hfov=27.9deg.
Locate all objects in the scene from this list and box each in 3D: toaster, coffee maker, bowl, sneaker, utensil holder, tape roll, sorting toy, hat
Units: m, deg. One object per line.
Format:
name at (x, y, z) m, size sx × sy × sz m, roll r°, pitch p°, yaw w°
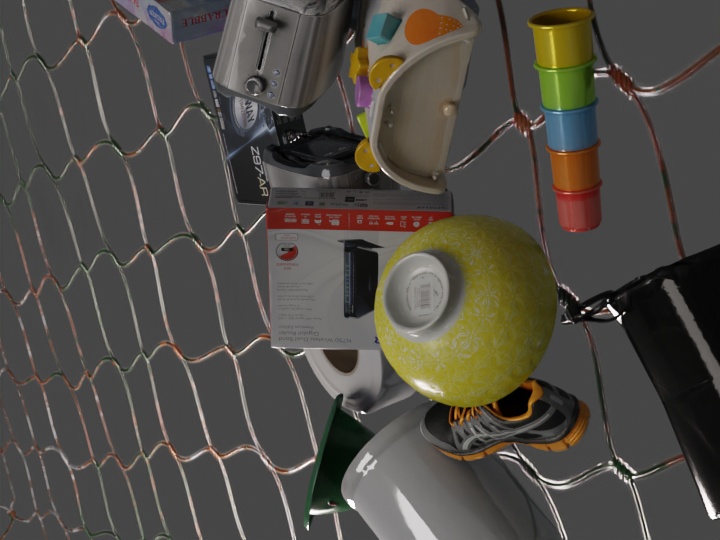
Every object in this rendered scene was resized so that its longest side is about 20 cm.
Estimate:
toaster at (-0.070, -0.256, 1.491) m, size 0.113 × 0.200 × 0.129 m, roll 21°, pitch 122°, yaw 8°
coffee maker at (0.283, 0.091, 1.148) m, size 0.135 × 0.192 × 0.201 m, roll 72°, pitch 175°, yaw -79°
bowl at (0.083, 0.032, 1.443) m, size 0.200 × 0.108 × 0.201 m, roll -10°, pitch 73°, yaw 35°
sneaker at (0.138, 0.144, 1.495) m, size 0.200 × 0.078 × 0.077 m, roll -13°, pitch 140°, yaw 40°
utensil holder at (0.103, 0.271, 1.598) m, size 0.200 × 0.170 × 0.170 m, roll 50°, pitch 145°, yaw 28°
tape roll at (-0.003, 0.068, 1.753) m, size 0.202 × 0.071 × 0.203 m, roll 36°, pitch 136°, yaw 45°
sorting toy at (0.032, -0.207, 1.454) m, size 0.180 × 0.106 × 0.200 m, roll -110°, pitch 22°, yaw -44°
toaster at (-0.033, -0.087, 1.667) m, size 0.200 × 0.113 × 0.130 m, roll 19°, pitch 125°, yaw 53°
hat at (0.036, 0.248, 1.721) m, size 0.200 × 0.175 × 0.166 m, roll 57°, pitch -132°, yaw -85°

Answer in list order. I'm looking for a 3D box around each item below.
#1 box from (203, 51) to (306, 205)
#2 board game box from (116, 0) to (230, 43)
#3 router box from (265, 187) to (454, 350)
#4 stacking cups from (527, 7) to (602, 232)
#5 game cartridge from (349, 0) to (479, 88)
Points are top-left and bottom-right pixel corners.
box at (-0.126, -0.183, 1.839) m, size 0.160 × 0.043 × 0.201 m, roll 9°, pitch 115°, yaw 59°
board game box at (-0.178, -0.336, 1.674) m, size 0.199 × 0.200 × 0.041 m, roll 41°, pitch 140°, yaw 43°
router box at (0.000, 0.000, 1.585) m, size 0.049 × 0.199 × 0.180 m, roll -86°, pitch -3°, yaw -59°
stacking cups at (0.195, -0.133, 1.310) m, size 0.060 × 0.060 × 0.201 m, roll 22°, pitch 130°, yaw 54°
game cartridge at (0.046, -0.276, 1.496) m, size 0.200 × 0.041 × 0.133 m, roll 47°, pitch 140°, yaw 37°
